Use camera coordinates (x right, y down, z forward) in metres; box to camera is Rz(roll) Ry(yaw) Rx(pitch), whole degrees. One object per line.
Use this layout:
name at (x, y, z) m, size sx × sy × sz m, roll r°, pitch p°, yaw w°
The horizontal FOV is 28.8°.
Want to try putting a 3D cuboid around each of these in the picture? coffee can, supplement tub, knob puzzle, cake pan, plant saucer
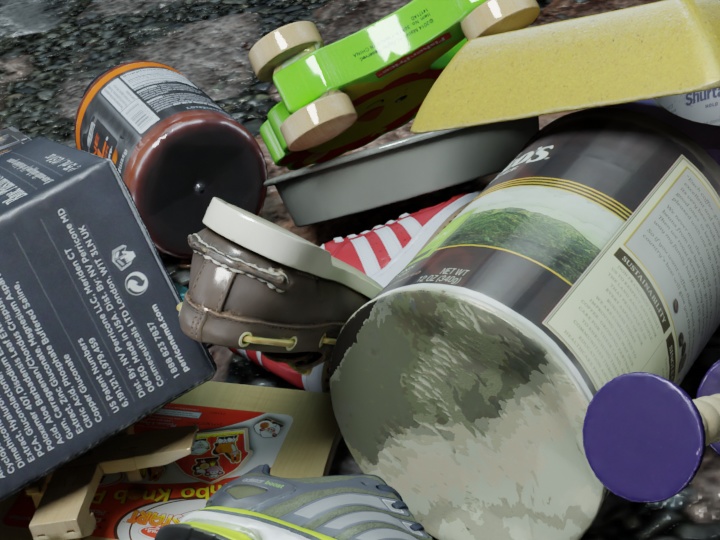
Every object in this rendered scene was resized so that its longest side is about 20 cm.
coffee can at (0.096, 0.026, 0.708) m, size 0.145 × 0.148 × 0.200 m, roll 10°, pitch 34°, yaw 31°
supplement tub at (-0.149, -0.091, 1.037) m, size 0.106 × 0.108 × 0.200 m, roll -19°, pitch 29°, yaw -18°
knob puzzle at (-0.111, 0.126, 0.708) m, size 0.216 × 0.031 × 0.221 m, roll -3°, pitch 31°, yaw 2°
cake pan at (0.034, -0.070, 0.941) m, size 0.197 × 0.037 × 0.200 m, roll -16°, pitch 4°, yaw 1°
plant saucer at (0.156, -0.121, 0.786) m, size 0.198 × 0.049 × 0.199 m, roll -5°, pitch 8°, yaw 41°

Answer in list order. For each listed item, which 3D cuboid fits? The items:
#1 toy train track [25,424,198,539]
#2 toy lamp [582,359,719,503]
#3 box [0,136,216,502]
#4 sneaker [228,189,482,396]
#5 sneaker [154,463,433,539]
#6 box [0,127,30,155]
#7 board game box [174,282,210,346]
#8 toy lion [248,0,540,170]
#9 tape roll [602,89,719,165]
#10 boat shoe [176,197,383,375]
toy train track at (-0.129, 0.084, 0.725) m, size 0.113 × 0.033 × 0.201 m, roll -9°, pitch 25°, yaw 8°
toy lamp at (0.161, 0.067, 0.637) m, size 0.058 × 0.059 × 0.199 m, roll 11°, pitch 4°, yaw 33°
box at (-0.202, 0.033, 0.691) m, size 0.198 × 0.119 × 0.196 m, roll -31°, pitch 18°, yaw -16°
sneaker at (0.000, 0.000, 0.864) m, size 0.111 × 0.072 × 0.200 m, roll 17°, pitch 40°, yaw 34°
sneaker at (0.012, 0.128, 0.608) m, size 0.197 × 0.075 × 0.081 m, roll 15°, pitch 36°, yaw 18°
box at (-0.312, -0.033, 1.024) m, size 0.198 × 0.049 × 0.158 m, roll -24°, pitch 30°, yaw -26°
board game box at (-0.199, 0.056, 0.865) m, size 0.134 × 0.029 × 0.199 m, roll 21°, pitch 41°, yaw 39°
toy lion at (0.022, -0.128, 0.900) m, size 0.198 × 0.069 × 0.192 m, roll -28°, pitch -8°, yaw 9°
tape roll at (0.260, -0.084, 0.923) m, size 0.197 × 0.086 × 0.201 m, roll -7°, pitch 29°, yaw 4°
boat shoe at (-0.034, 0.016, 0.684) m, size 0.071 × 0.060 × 0.200 m, roll 25°, pitch -1°, yaw 17°
